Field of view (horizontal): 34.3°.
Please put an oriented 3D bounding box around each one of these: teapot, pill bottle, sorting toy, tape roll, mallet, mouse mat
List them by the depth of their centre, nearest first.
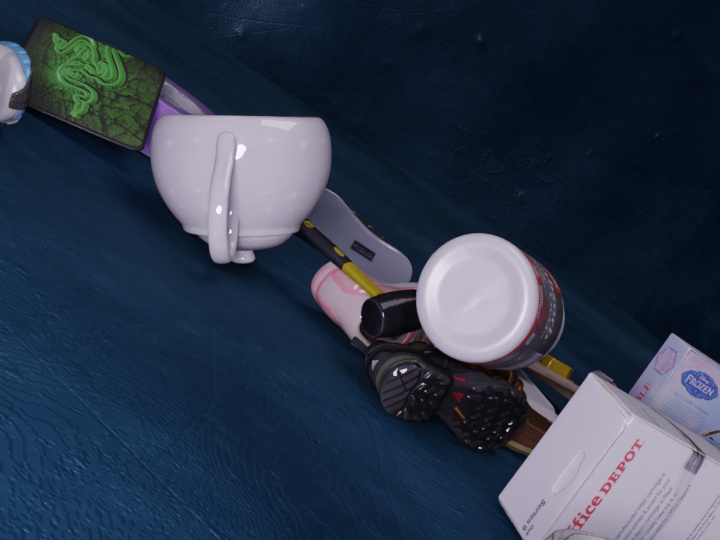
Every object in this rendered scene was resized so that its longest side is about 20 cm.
[{"bbox_3d":[0.134,0.036,1.125,0.115,0.117,0.200,38,7,20],"label":"pill bottle"},{"bbox_3d":[-0.119,-0.080,1.163,0.198,0.149,0.196,-5,9,-42],"label":"teapot"},{"bbox_3d":[0.000,0.000,1.165,0.065,0.042,0.200,-3,33,-29],"label":"mallet"},{"bbox_3d":[-0.300,-0.209,1.284,0.159,0.008,0.201,22,31,-15],"label":"mouse mat"},{"bbox_3d":[-0.262,-0.200,1.437,0.199,0.066,0.200,35,10,-7],"label":"tape roll"},{"bbox_3d":[0.209,0.102,1.558,0.199,0.037,0.185,35,-1,-38],"label":"sorting toy"}]

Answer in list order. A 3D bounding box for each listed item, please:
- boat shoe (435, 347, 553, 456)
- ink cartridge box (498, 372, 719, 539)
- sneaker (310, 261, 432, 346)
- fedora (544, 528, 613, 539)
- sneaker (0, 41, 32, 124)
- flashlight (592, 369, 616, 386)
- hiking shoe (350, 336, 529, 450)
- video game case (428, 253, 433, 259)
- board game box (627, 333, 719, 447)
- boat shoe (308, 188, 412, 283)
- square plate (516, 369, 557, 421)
[{"bbox_3d":[0.146,0.136,1.221,0.199,0.068,0.072,31,11,-26],"label":"boat shoe"},{"bbox_3d":[0.242,0.200,1.013,0.199,0.147,0.084,30,11,-26],"label":"ink cartridge box"},{"bbox_3d":[0.044,0.058,1.230,0.199,0.076,0.105,21,17,-41],"label":"sneaker"},{"bbox_3d":[0.167,0.239,0.747,0.199,0.091,0.177,37,10,8],"label":"fedora"},{"bbox_3d":[-0.376,-0.196,1.069,0.199,0.076,0.086,36,19,34],"label":"sneaker"},{"bbox_3d":[0.392,0.224,1.633,0.199,0.068,0.068,37,7,17],"label":"flashlight"},{"bbox_3d":[0.082,0.107,1.124,0.199,0.076,0.101,26,16,-39],"label":"hiking shoe"},{"bbox_3d":[0.219,0.041,2.048,0.199,0.018,0.143,25,14,-45],"label":"video game case"},{"bbox_3d":[0.337,0.195,1.199,0.199,0.201,0.041,31,10,-25],"label":"board game box"},{"bbox_3d":[-0.015,-0.047,1.546,0.199,0.070,0.066,33,2,-14],"label":"boat shoe"},{"bbox_3d":[0.155,0.122,1.432,0.199,0.029,0.198,31,11,-25],"label":"square plate"}]
